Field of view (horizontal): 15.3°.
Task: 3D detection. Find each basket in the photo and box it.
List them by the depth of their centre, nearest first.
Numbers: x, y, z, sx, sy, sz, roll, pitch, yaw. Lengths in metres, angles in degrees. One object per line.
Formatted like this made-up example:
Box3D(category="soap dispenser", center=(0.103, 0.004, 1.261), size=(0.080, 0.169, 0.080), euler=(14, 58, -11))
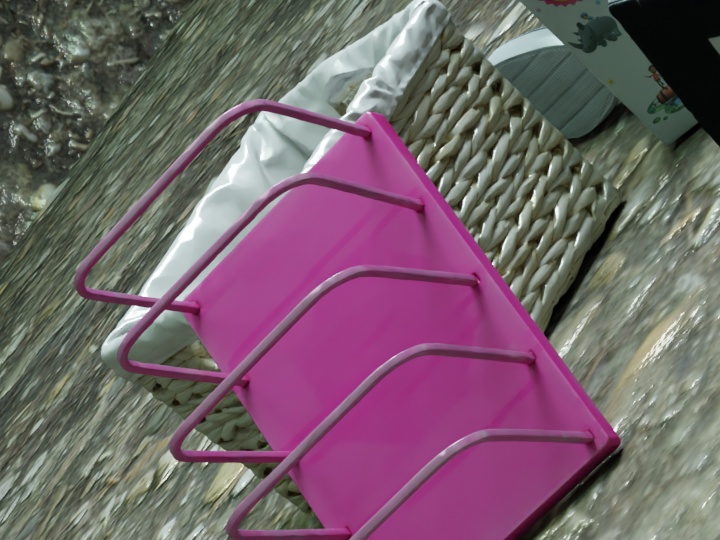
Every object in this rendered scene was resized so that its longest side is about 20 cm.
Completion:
Box3D(category="basket", center=(0.000, 0.000, 1.427), size=(0.198, 0.161, 0.200), euler=(-31, 21, 55))

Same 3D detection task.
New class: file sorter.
Box3D(category="file sorter", center=(-0.015, 0.042, 1.188), size=(0.139, 0.200, 0.125), euler=(-45, -25, 20))

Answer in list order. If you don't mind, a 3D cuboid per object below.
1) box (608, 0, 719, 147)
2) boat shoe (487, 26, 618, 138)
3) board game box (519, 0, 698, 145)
Box3D(category="box", center=(0.228, -0.160, 1.172), size=(0.148, 0.107, 0.200), euler=(-10, 39, 51))
Box3D(category="boat shoe", center=(0.103, -0.114, 1.604), size=(0.067, 0.073, 0.200), euler=(-59, 15, -28))
Box3D(category="board game box", center=(0.129, -0.186, 1.436), size=(0.064, 0.200, 0.148), euler=(-40, 16, 34))
